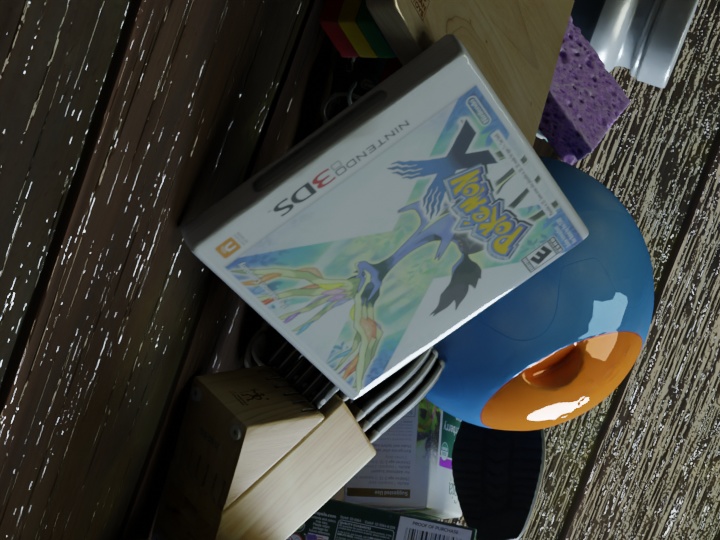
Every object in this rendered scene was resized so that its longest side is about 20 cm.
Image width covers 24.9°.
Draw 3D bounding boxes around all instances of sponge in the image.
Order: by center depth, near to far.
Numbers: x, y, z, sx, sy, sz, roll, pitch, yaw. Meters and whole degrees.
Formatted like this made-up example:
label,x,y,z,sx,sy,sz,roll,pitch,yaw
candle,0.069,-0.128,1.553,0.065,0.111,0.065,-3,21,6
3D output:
label,x,y,z,sx,sy,sz,roll,pitch,yaw
sponge,0.124,-0.182,1.223,0.030,0.200,0.112,-32,-174,35

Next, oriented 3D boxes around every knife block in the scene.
label,x,y,z,sx,sy,sz,roll,pitch,yaw
knife block,-0.036,0.116,1.088,0.175,0.064,0.200,-5,122,-40

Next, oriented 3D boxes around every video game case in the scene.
label,x,y,z,sx,sy,sz,roll,pitch,yaw
video game case,0.022,-0.022,0.938,0.182,0.022,0.200,-35,141,6

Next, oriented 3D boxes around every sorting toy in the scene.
label,x,y,z,sx,sy,sz,roll,pitch,yaw
sorting toy,0.054,-0.176,0.965,0.200,0.070,0.199,51,50,-51

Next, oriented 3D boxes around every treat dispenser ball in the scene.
label,x,y,z,sx,sy,sz,roll,pitch,yaw
treat dispenser ball,0.111,0.015,1.180,0.201,0.201,0.201,22,90,-81

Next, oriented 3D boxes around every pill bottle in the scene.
label,x,y,z,sx,sy,sz,roll,pitch,yaw
pill bottle,0.187,-0.236,1.418,0.120,0.200,0.120,21,90,-82

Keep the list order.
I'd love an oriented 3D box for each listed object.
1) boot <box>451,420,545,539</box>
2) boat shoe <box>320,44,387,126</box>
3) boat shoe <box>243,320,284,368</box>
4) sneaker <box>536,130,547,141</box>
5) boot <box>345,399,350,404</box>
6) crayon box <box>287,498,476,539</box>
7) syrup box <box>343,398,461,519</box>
label,x,y,z,sx,sy,sz,roll,pitch,yaw
boot,0.131,0.131,1.375,0.138,0.077,0.200,34,57,-68
boat shoe,0.006,-0.099,1.061,0.062,0.075,0.200,-108,-143,-55
boat shoe,-0.049,0.062,1.159,0.066,0.072,0.200,-14,151,-37
sneaker,0.122,-0.186,1.306,0.078,0.200,0.091,-37,161,10
boot,-0.017,0.085,1.403,0.200,0.074,0.075,-61,159,-28
crayon box,-0.009,0.232,1.344,0.173,0.200,0.058,83,19,-73
syrup box,0.042,0.104,1.364,0.079,0.081,0.200,27,63,-61
